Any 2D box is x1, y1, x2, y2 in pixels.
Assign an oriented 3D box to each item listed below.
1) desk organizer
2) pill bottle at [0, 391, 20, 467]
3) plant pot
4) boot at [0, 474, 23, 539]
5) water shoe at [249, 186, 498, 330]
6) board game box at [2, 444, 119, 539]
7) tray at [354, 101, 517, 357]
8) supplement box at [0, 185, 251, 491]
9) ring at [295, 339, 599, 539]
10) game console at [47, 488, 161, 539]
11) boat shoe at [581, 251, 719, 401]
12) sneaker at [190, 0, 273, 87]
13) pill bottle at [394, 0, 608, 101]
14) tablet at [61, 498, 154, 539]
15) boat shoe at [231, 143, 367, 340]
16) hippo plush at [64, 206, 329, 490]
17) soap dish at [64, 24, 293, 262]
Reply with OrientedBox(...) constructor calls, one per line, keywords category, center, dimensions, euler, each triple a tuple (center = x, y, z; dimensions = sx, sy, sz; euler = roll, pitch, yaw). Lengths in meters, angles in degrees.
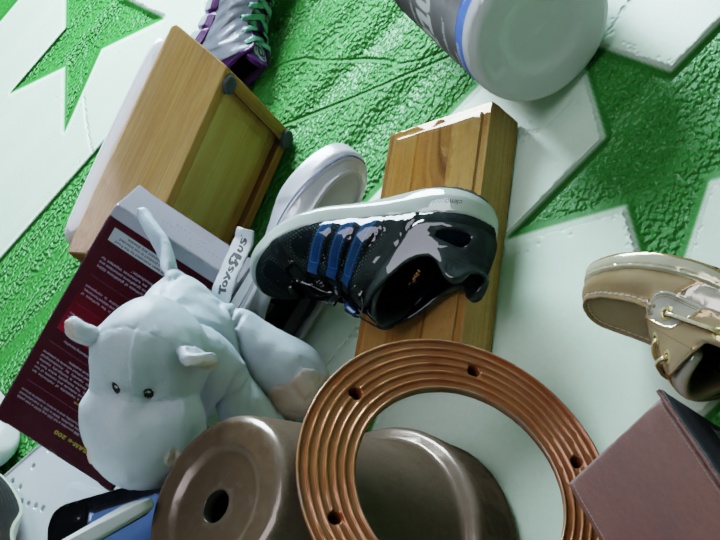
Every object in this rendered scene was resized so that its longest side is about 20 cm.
OrientedBox(category="desk organizer", center=(0.193, 0.166, 0.781), dimensions=(0.077, 0.071, 0.201), euler=(-45, 41, 17))
OrientedBox(category="pill bottle", center=(-0.409, 0.182, 1.351), dimensions=(0.200, 0.112, 0.113), euler=(-42, 42, 17))
OrientedBox(category="plant pot", center=(-0.029, 0.172, 0.922), dimensions=(0.199, 0.174, 0.202), euler=(-24, 50, 32))
OrientedBox(category="boot", center=(-0.330, 0.258, 1.220), dimensions=(0.145, 0.072, 0.200), euler=(-61, 28, 18))
OrientedBox(category="water shoe", center=(0.000, 0.000, 1.023), dimensions=(0.199, 0.071, 0.080), euler=(-16, 52, 34))
OrientedBox(category="board game box", center=(-0.223, 0.205, 1.213), dimensions=(0.200, 0.026, 0.201), euler=(-39, 42, 20))
OrientedBox(category="tray", center=(0.053, -0.016, 1.070), dimensions=(0.098, 0.037, 0.202), euler=(-14, 55, 39))
OrientedBox(category="supplement box", center=(-0.177, 0.052, 1.123), dimensions=(0.201, 0.108, 0.061), euler=(-56, 3, 18))
OrientedBox(category="ring", center=(0.056, 0.129, 0.868), dimensions=(0.019, 0.198, 0.202), euler=(118, 155, -50))
OrientedBox(category="game console", center=(-0.174, 0.214, 1.050), dimensions=(0.198, 0.119, 0.174), euler=(-18, 58, 24))
OrientedBox(category="boat shoe", center=(0.199, 0.041, 0.853), dimensions=(0.199, 0.074, 0.070), euler=(13, 68, 48))
OrientedBox(category="sneaker", center=(-0.097, -0.222, 1.346), dimensions=(0.087, 0.074, 0.202), euler=(26, 93, 36))
OrientedBox(category="pill bottle", center=(0.086, -0.217, 1.108), dimensions=(0.114, 0.113, 0.200), euler=(-48, 40, 10))
OrientedBox(category="tablet", center=(-0.194, 0.183, 0.973), dimensions=(0.129, 0.014, 0.200), euler=(-29, -5, -13))
OrientedBox(category="boat shoe", center=(-0.043, 0.003, 1.137), dimensions=(0.065, 0.073, 0.201), euler=(36, 102, 46))
OrientedBox(category="hippo plush", center=(-0.105, 0.069, 0.978), dimensions=(0.158, 0.161, 0.202), euler=(11, 91, 5))
OrientedBox(category="soap dish", center=(-0.142, -0.073, 1.220), dimensions=(0.081, 0.157, 0.202), euler=(17, 77, 27))
